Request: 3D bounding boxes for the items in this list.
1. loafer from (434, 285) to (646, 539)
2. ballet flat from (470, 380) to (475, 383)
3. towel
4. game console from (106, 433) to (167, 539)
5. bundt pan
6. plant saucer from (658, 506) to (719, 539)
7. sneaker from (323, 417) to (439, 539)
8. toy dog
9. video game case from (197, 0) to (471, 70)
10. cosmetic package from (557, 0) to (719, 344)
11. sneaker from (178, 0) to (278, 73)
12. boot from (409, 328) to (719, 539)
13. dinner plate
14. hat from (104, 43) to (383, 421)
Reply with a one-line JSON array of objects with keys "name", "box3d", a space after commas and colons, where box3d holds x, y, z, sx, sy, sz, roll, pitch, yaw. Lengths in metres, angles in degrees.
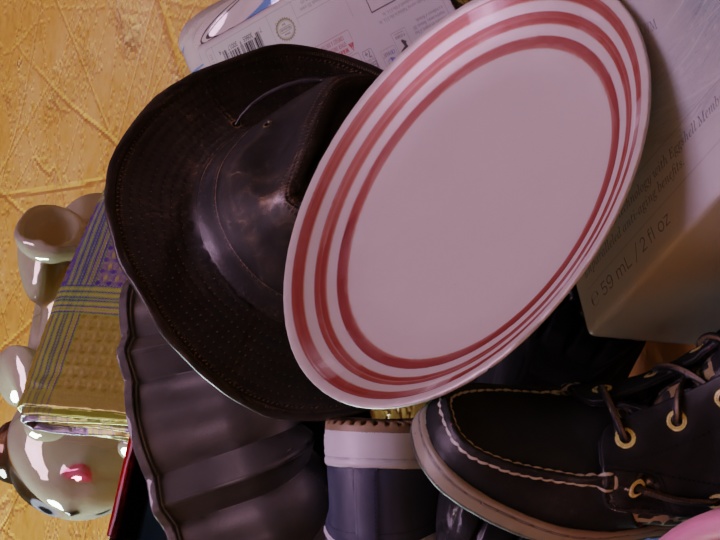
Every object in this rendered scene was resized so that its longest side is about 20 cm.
[{"name": "loafer", "box3d": [0.082, 0.053, 1.333, 0.201, 0.068, 0.070, -65, 6, -24]}, {"name": "ballet flat", "box3d": [0.000, 0.000, 1.434, 0.200, 0.068, 0.068, 50, 139, 12]}, {"name": "towel", "box3d": [-0.110, 0.012, 1.677, 0.143, 0.023, 0.201, 2, 59, 27]}, {"name": "game console", "box3d": [-0.053, 0.144, 1.530, 0.172, 0.200, 0.119, 45, 97, 18]}, {"name": "bundt pan", "box3d": [-0.046, 0.078, 1.454, 0.075, 0.202, 0.203, -17, 64, 16]}, {"name": "plant saucer", "box3d": [0.183, 0.184, 1.136, 0.200, 0.051, 0.202, 19, 116, 44]}, {"name": "sneaker", "box3d": [0.026, 0.125, 1.395, 0.200, 0.070, 0.109, 12, -102, -73]}, {"name": "toy dog", "box3d": [-0.172, 0.061, 1.824, 0.194, 0.139, 0.201, -132, 51, -65]}, {"name": "video game case", "box3d": [0.019, -0.066, 1.458, 0.200, 0.036, 0.182, -24, 92, 51]}, {"name": "cosmetic package", "box3d": [0.165, -0.104, 1.194, 0.200, 0.122, 0.201, -52, 40, 47]}, {"name": "sneaker", "box3d": [-0.023, -0.146, 1.544, 0.073, 0.072, 0.200, 51, 137, -1]}, {"name": "boot", "box3d": [0.135, 0.040, 1.151, 0.154, 0.202, 0.074, -58, 33, 35]}, {"name": "dinner plate", "box3d": [0.046, -0.030, 1.194, 0.200, 0.024, 0.201, -31, 40, 30]}, {"name": "hat", "box3d": [-0.010, -0.032, 1.318, 0.081, 0.199, 0.202, -43, 49, 55]}]
